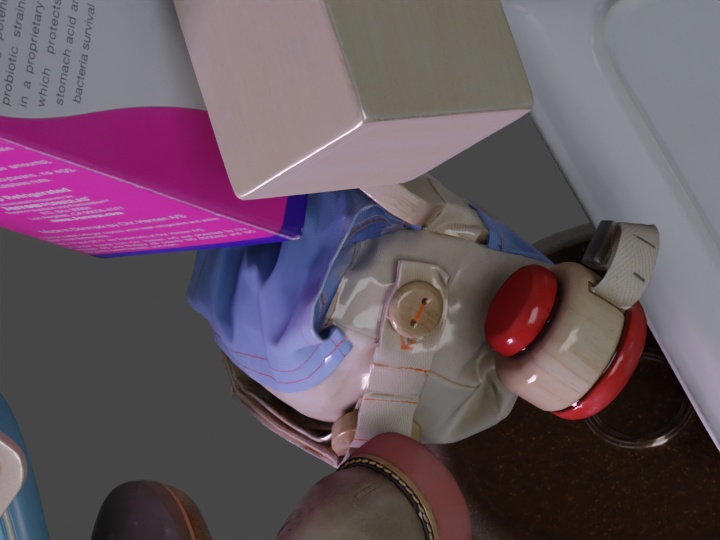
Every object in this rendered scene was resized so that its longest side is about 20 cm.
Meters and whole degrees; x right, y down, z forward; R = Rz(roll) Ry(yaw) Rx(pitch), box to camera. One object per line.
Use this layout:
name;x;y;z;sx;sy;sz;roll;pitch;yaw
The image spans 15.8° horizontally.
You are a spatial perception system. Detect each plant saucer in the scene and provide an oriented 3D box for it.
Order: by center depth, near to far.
plant saucer;0.102;0.054;0.930;0.200;0.201;0.037;-34;145;-9

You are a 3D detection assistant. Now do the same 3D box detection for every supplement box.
supplement box;-0.115;-0.077;0.808;0.200;0.103;0.102;20;72;-45

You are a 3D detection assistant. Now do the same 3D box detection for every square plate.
square plate;0.164;-0.044;0.933;0.197;0.028;0.201;-17;69;-30

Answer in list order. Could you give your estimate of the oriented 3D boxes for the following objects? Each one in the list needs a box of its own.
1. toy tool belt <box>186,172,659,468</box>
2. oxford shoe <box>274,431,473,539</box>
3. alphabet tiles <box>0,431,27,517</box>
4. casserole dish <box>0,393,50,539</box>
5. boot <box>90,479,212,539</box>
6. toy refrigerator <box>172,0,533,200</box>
toy tool belt;0.000;0.000;0.881;0.123;0.200;0.125;30;80;-21
oxford shoe;-0.018;0.147;0.880;0.075;0.070;0.201;-27;136;-40
alphabet tiles;-0.212;0.109;0.891;0.200;0.015;0.196;35;102;-5
casserole dish;-0.165;0.128;0.934;0.121;0.039;0.201;-14;103;-14
boot;-0.051;0.167;0.971;0.075;0.073;0.201;-21;106;-38
toy refrigerator;-0.025;-0.127;0.791;0.076;0.070;0.201;-9;75;-45
